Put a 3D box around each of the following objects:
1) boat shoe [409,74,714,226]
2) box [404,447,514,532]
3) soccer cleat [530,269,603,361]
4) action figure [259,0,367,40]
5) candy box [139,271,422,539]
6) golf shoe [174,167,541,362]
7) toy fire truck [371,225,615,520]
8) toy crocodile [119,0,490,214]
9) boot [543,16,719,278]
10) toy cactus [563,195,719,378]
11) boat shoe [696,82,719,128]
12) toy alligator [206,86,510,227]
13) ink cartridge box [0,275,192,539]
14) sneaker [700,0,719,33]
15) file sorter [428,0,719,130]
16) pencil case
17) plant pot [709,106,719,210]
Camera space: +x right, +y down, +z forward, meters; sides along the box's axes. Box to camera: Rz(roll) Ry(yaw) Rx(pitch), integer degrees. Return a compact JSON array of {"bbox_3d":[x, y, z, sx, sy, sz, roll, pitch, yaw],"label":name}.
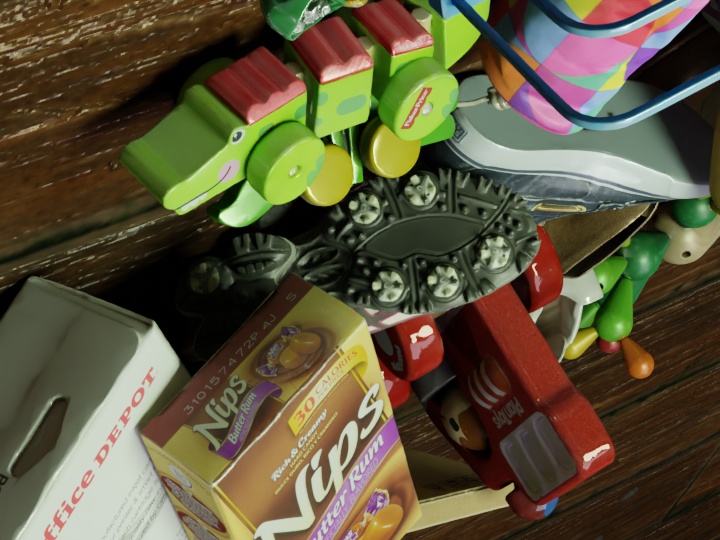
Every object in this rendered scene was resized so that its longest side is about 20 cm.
[{"bbox_3d":[0.111,-0.058,1.165,0.199,0.071,0.091,6,143,-31],"label":"boat shoe"},{"bbox_3d":[-0.022,0.134,1.293,0.199,0.162,0.022,-6,104,-51],"label":"box"},{"bbox_3d":[0.095,0.046,1.359,0.069,0.078,0.201,-19,153,-34],"label":"soccer cleat"},{"bbox_3d":[0.042,-0.162,0.907,0.199,0.055,0.118,-32,157,-2],"label":"action figure"},{"bbox_3d":[-0.036,0.108,1.069,0.117,0.056,0.201,-47,148,-21],"label":"candy box"},{"bbox_3d":[0.000,0.000,1.116,0.198,0.078,0.088,-14,167,6],"label":"golf shoe"},{"bbox_3d":[0.074,0.069,1.233,0.111,0.169,0.200,-27,169,-18],"label":"toy fire truck"},{"bbox_3d":[-0.020,-0.087,0.947,0.199,0.068,0.062,-28,147,-24],"label":"toy crocodile"},{"bbox_3d":[0.171,-0.074,1.234,0.200,0.076,0.073,-43,154,14],"label":"boot"},{"bbox_3d":[0.208,-0.014,1.405,0.164,0.102,0.201,-25,149,-48],"label":"toy cactus"},{"bbox_3d":[0.274,-0.148,1.234,0.066,0.075,0.200,-3,132,-37],"label":"boat shoe"},{"bbox_3d":[0.006,-0.080,1.021,0.199,0.059,0.055,-24,115,-25],"label":"toy alligator"},{"bbox_3d":[-0.141,0.117,1.048,0.146,0.083,0.200,-59,152,-20],"label":"ink cartridge box"},{"bbox_3d":[0.214,-0.186,1.102,0.100,0.075,0.200,-50,162,3],"label":"sneaker"},{"bbox_3d":[0.104,-0.178,0.793,0.138,0.123,0.201,-28,138,-15],"label":"file sorter"},{"bbox_3d":[0.141,-0.151,0.994,0.088,0.089,0.200,-11,157,-45],"label":"pencil case"},{"bbox_3d":[0.304,-0.072,1.105,0.195,0.195,0.200,-11,147,-51],"label":"plant pot"}]
